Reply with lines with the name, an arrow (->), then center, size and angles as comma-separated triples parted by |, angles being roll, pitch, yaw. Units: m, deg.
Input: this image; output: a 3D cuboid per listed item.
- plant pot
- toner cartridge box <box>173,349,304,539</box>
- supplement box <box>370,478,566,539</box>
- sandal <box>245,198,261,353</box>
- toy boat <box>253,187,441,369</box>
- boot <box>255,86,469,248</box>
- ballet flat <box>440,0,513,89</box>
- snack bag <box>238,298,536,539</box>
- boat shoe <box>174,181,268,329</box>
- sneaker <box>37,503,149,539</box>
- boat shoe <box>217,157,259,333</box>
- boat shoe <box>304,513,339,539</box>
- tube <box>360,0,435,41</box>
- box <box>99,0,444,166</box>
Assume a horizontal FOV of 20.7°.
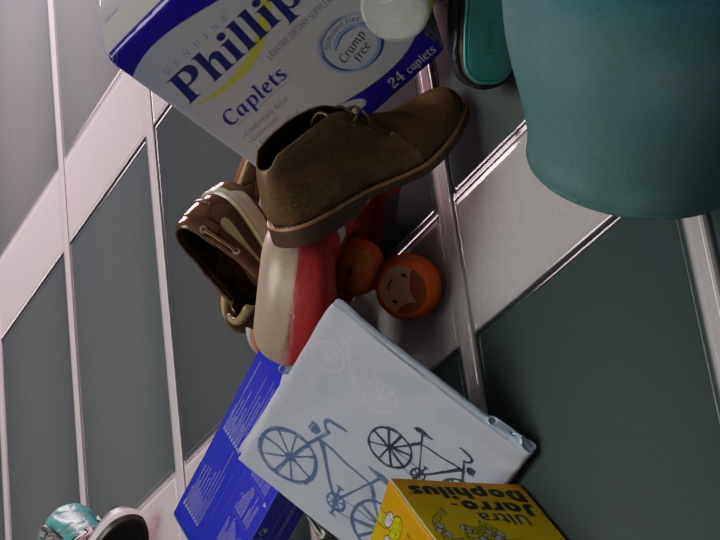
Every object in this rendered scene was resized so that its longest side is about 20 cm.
plant pot -> 0.172, -0.140, 1.138 | 0.200, 0.199, 0.189 | -125, 32, -53
toner cartridge box -> -0.079, 0.158, 1.578 | 0.095, 0.043, 0.201 | 55, 129, 37
supplement box -> 0.059, 0.257, 1.357 | 0.110, 0.108, 0.201 | 49, 127, 55
sandal -> -0.048, -0.005, 1.670 | 0.059, 0.079, 0.208 | -128, 41, -52
toy boat -> 0.000, 0.000, 1.520 | 0.200, 0.130, 0.131 | -57, -19, -44
boot -> 0.004, -0.097, 1.453 | 0.073, 0.200, 0.076 | 9, 126, 49
ballet flat -> 0.093, -0.234, 1.434 | 0.073, 0.073, 0.201 | -149, 61, -61
snack bag -> 0.014, 0.131, 1.446 | 0.188, 0.021, 0.200 | 37, 131, 9
boat shoe -> -0.079, 0.028, 1.609 | 0.203, 0.075, 0.075 | 50, 141, 1
sneaker -> -0.284, 0.286, 2.082 | 0.121, 0.083, 0.201 | 60, 139, 35
boat shoe -> -0.096, -0.046, 1.770 | 0.068, 0.072, 0.201 | 44, 127, 55
boat shoe -> -0.039, 0.143, 1.616 | 0.060, 0.075, 0.200 | -59, 35, 31
tube -> 0.045, -0.233, 1.481 | 0.058, 0.052, 0.200 | -23, 21, 23
box -> -0.070, -0.195, 1.533 | 0.184, 0.200, 0.105 | -40, 35, 23
